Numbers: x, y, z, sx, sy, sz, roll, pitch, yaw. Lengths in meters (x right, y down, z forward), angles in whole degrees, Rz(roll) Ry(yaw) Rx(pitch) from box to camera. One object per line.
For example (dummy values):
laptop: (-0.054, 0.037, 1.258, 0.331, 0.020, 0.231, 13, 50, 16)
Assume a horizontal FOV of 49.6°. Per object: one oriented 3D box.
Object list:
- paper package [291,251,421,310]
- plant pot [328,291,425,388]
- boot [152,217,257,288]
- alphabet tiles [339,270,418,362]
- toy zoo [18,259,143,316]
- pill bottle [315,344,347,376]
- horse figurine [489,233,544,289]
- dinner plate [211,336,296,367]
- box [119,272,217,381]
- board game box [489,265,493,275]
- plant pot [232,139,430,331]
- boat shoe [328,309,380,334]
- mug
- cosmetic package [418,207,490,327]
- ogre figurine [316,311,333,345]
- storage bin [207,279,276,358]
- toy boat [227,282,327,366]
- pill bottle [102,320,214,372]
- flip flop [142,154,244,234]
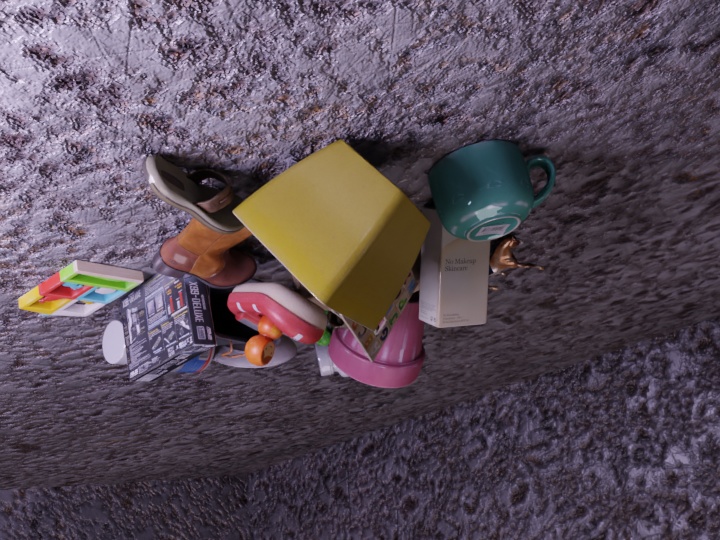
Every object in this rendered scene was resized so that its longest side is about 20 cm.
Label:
paper package: (0.000, 0.000, 1.416, 0.190, 0.104, 0.200, -27, 157, 31)
plant pot: (0.049, 0.111, 1.593, 0.199, 0.200, 0.180, 0, 118, -33)
boot: (-0.205, -0.047, 1.228, 0.188, 0.069, 0.200, 16, 146, -35)
alphabet tiles: (0.030, 0.037, 1.280, 0.008, 0.167, 0.200, 20, 156, 30)
toy zoo: (-0.483, 0.039, 1.321, 0.200, 0.021, 0.131, -26, 157, 30)
pill bottle: (-0.006, 0.198, 1.904, 0.199, 0.113, 0.112, -12, 160, -6)
horse figurine: (0.287, -0.009, 1.647, 0.132, 0.050, 0.200, 19, 150, -36)
dinner plate: (-0.233, 0.153, 1.641, 0.199, 0.024, 0.200, 5, -160, -2)
box: (-0.339, 0.089, 1.351, 0.200, 0.158, 0.050, -30, 154, 36)
board game box: (0.182, 0.011, 1.508, 0.135, 0.035, 0.200, -29, -176, 6)
plant pot: (-0.020, -0.061, 1.095, 0.176, 0.200, 0.200, -48, 154, 3)
boat shoe: (-0.020, 0.072, 1.336, 0.076, 0.072, 0.200, -27, 148, 1)
mug: (0.206, -0.120, 1.210, 0.185, 0.115, 0.152, -23, 158, 26)
cosmetic package: (0.163, -0.008, 1.351, 0.103, 0.201, 0.073, -4, -169, -25)
ogre figurine: (-0.027, 0.126, 1.760, 0.200, 0.098, 0.120, -17, 148, -40)
storage bin: (-0.267, 0.093, 1.461, 0.134, 0.146, 0.200, -13, 163, 29)
toy boat: (-0.150, 0.098, 1.302, 0.130, 0.131, 0.200, 32, 160, -32)
pill bottle: (-0.395, 0.143, 1.527, 0.112, 0.113, 0.200, -29, 154, 36)
flip flop: (-0.208, -0.109, 1.047, 0.058, 0.081, 0.200, -35, 149, 15)
